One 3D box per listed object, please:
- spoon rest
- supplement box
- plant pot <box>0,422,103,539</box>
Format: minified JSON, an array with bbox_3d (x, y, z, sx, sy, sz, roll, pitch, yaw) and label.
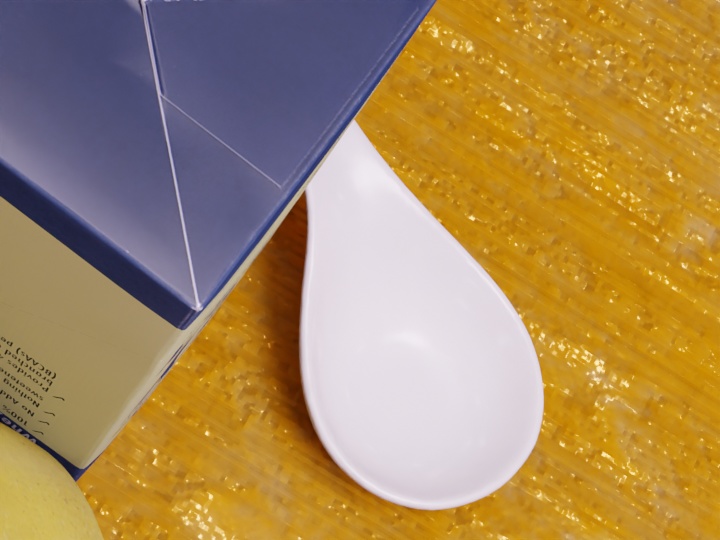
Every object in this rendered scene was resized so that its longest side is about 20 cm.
[{"bbox_3d":[0.000,0.000,0.892,0.099,0.061,0.200,-25,79,-25],"label":"spoon rest"},{"bbox_3d":[-0.114,-0.063,0.731,0.200,0.200,0.134,38,64,-2],"label":"supplement box"},{"bbox_3d":[-0.164,0.113,0.739,0.142,0.200,0.200,-10,71,-48],"label":"plant pot"}]
